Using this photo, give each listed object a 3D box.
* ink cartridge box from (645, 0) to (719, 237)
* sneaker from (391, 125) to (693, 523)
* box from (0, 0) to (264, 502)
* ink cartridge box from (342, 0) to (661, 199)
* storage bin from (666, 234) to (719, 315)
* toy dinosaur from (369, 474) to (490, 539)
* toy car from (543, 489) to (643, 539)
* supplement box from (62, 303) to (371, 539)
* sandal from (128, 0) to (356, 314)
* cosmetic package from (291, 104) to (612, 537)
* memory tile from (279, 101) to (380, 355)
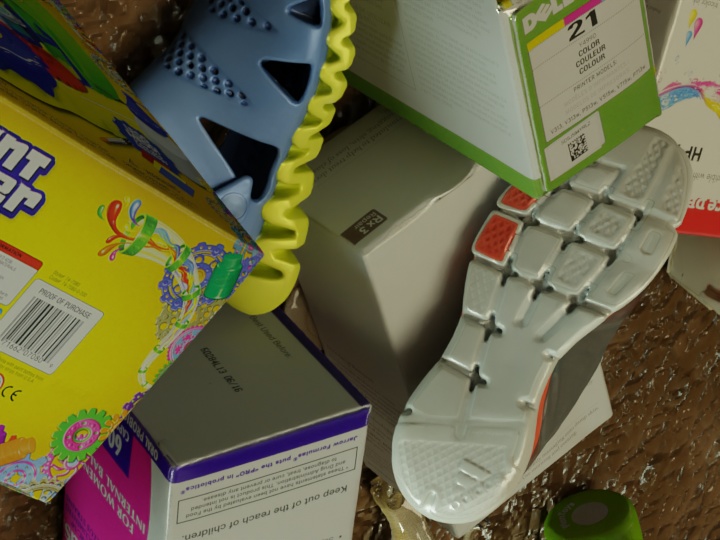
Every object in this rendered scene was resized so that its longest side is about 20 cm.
[{"bbox_3d":[0.157,-0.083,1.113,0.116,0.067,0.200,3,108,-43],"label":"ink cartridge box"},{"bbox_3d":[0.081,0.023,1.000,0.200,0.077,0.082,-55,164,-1],"label":"sneaker"},{"bbox_3d":[-0.173,-0.051,0.750,0.122,0.193,0.200,-48,139,8],"label":"box"},{"bbox_3d":[0.039,-0.150,0.919,0.076,0.148,0.200,-34,134,-22],"label":"ink cartridge box"},{"bbox_3d":[0.289,-0.068,1.220,0.200,0.094,0.199,-7,128,-39],"label":"storage bin"},{"bbox_3d":[0.029,0.194,1.170,0.058,0.101,0.200,-21,122,-77],"label":"toy dinosaur"},{"bbox_3d":[0.100,0.250,1.239,0.200,0.158,0.164,-24,118,-14],"label":"toy car"},{"bbox_3d":[-0.071,0.126,1.015,0.103,0.101,0.200,-16,129,-29],"label":"supplement box"},{"bbox_3d":[-0.059,-0.073,0.938,0.087,0.079,0.200,1,111,-27],"label":"sandal"},{"bbox_3d":[0.042,0.017,1.055,0.113,0.081,0.200,-35,132,-21],"label":"cosmetic package"},{"bbox_3d":[0.000,0.000,1.076,0.200,0.017,0.153,-46,136,-9],"label":"memory tile"}]
